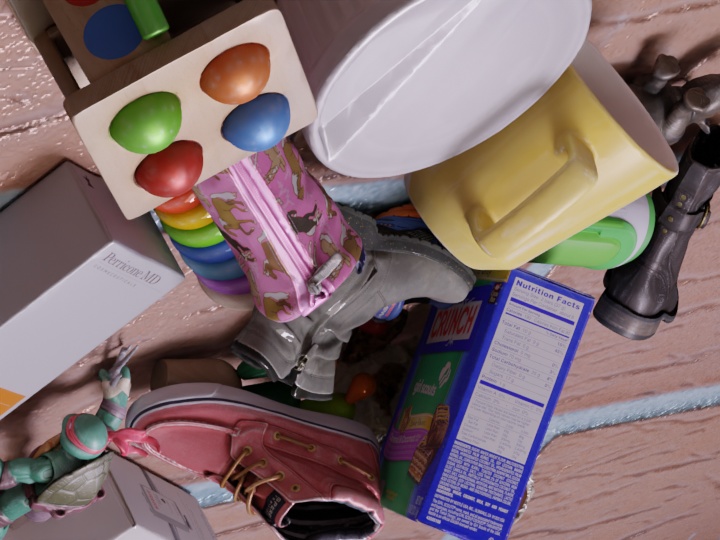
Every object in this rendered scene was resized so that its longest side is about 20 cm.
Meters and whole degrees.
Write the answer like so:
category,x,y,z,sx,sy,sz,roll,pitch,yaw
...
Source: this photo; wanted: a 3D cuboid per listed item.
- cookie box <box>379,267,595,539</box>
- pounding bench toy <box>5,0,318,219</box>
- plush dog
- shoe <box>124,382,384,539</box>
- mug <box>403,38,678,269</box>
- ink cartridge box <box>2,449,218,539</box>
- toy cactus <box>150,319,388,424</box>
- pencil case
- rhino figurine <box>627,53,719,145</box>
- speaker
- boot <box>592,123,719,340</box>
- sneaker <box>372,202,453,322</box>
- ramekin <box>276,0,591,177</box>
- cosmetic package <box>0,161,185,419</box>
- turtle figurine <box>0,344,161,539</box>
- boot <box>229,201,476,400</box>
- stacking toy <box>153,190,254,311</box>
category,x,y,z,sx,sy,sz,roll,pitch,yaw
cookie box,0.085,0.097,1.786,0.171,0.075,0.200,-178,-71,-76
pounding bench toy,-0.119,-0.143,1.267,0.124,0.156,0.200,-29,154,-4
plush dog,0.042,0.107,1.933,0.172,0.160,0.200,4,96,-32
shoe,-0.076,0.147,1.767,0.200,0.091,0.072,12,127,-17
mug,0.106,-0.080,1.620,0.153,0.150,0.187,-38,164,16
ink cartridge box,-0.214,0.232,1.923,0.146,0.083,0.200,-34,154,7
toy cactus,-0.081,0.088,1.826,0.165,0.102,0.200,12,137,-30
pencil case,-0.072,-0.063,1.453,0.083,0.086,0.200,-58,131,-35
rhino figurine,0.218,-0.121,1.779,0.200,0.060,0.087,-16,164,-32
speaker,0.139,-0.045,1.803,0.200,0.089,0.088,4,138,-50
boot,0.261,-0.040,1.944,0.174,0.069,0.200,-65,175,18
sneaker,0.000,0.000,1.741,0.200,0.078,0.075,-10,147,-36
ramekin,0.037,-0.156,1.483,0.202,0.094,0.202,-25,154,-13
cosmetic package,-0.227,0.025,1.553,0.200,0.071,0.101,-37,153,12
turtle figurine,-0.229,0.134,1.726,0.150,0.101,0.200,-9,153,-38
boot,-0.010,0.028,1.619,0.200,0.068,0.131,21,89,-50
stacking toy,-0.105,-0.050,1.557,0.085,0.085,0.200,-33,147,4
